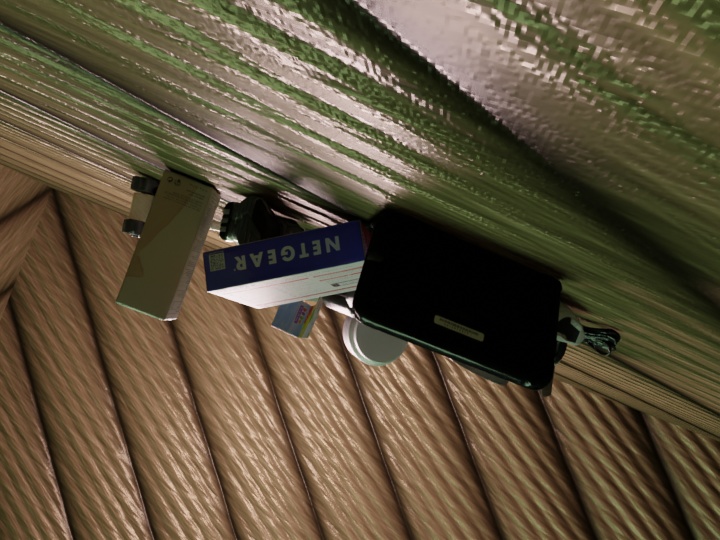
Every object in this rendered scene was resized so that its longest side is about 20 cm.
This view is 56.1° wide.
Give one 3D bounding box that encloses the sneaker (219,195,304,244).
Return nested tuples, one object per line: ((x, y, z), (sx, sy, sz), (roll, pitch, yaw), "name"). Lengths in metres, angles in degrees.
((-0.117, -0.056, 0.937), (0.113, 0.077, 0.199), (13, -176, -28), "sneaker")

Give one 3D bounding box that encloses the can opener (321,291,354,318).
((-0.014, 0.042, 1.157), (0.199, 0.053, 0.068), (15, 141, 60), "can opener")

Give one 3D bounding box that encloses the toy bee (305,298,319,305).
((-0.147, -0.020, 1.136), (0.196, 0.110, 0.132), (10, -141, -12), "toy bee")

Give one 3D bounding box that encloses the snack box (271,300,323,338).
((-0.112, 0.051, 1.406), (0.067, 0.172, 0.200), (23, 176, 2), "snack box")

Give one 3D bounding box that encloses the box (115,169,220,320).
((-0.280, -0.034, 0.997), (0.076, 0.204, 0.095), (20, 175, -4), "box")

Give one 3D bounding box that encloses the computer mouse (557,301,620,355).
((0.238, 0.059, 0.811), (0.108, 0.045, 0.199), (23, -177, 34), "computer mouse")

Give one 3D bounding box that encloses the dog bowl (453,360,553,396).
((0.247, 0.149, 1.174), (0.196, 0.060, 0.200), (20, -172, -3), "dog bowl")

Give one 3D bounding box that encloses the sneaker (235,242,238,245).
((-0.148, -0.037, 1.241), (0.196, 0.076, 0.089), (22, 164, 6), "sneaker")

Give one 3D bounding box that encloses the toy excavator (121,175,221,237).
((-0.314, -0.091, 1.243), (0.196, 0.102, 0.194), (12, 177, -4), "toy excavator")

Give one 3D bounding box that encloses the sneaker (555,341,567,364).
((0.227, 0.096, 1.062), (0.197, 0.077, 0.081), (21, -176, -22), "sneaker")

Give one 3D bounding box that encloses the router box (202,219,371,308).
((-0.072, -0.002, 0.858), (0.196, 0.050, 0.179), (-11, 169, 9), "router box")

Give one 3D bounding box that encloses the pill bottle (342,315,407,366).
((0.028, 0.116, 1.252), (0.111, 0.116, 0.200), (21, 175, -4), "pill bottle")

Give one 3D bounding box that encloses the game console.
((0.089, 0.028, 0.686), (0.196, 0.178, 0.117), (20, 147, -5), "game console")
